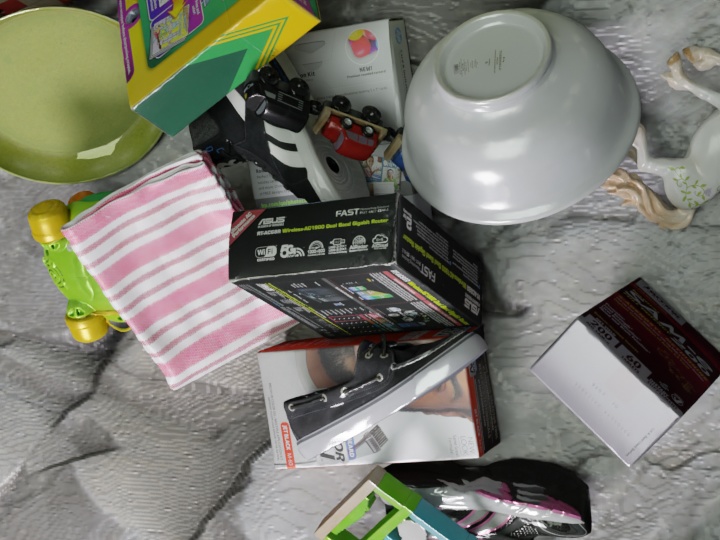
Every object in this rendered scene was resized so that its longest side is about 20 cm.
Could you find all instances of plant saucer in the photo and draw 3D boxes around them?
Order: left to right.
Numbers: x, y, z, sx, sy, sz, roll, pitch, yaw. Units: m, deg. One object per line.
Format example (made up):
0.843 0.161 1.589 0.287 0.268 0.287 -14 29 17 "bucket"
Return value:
-0.273 -0.164 1.570 0.199 0.031 0.200 -5 134 -5 "plant saucer"

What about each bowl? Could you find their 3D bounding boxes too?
0.116 -0.142 1.369 0.200 0.090 0.202 -11 51 14 "bowl"

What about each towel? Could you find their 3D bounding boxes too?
-0.151 0.004 1.513 0.146 0.030 0.200 -29 119 5 "towel"

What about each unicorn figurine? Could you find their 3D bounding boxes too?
0.288 -0.112 1.380 0.137 0.074 0.200 44 129 10 "unicorn figurine"

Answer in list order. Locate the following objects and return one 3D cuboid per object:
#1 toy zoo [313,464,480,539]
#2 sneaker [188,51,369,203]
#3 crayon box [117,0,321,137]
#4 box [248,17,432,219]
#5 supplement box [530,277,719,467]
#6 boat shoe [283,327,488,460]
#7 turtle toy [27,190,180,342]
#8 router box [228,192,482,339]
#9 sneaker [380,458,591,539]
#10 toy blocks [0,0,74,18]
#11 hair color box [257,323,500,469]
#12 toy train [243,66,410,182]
0.066 0.259 1.510 0.200 0.020 0.131 37 143 -2 "toy zoo"
-0.077 -0.098 1.492 0.112 0.073 0.200 -36 76 27 "sneaker"
-0.127 -0.241 1.474 0.172 0.058 0.200 -33 46 24 "crayon box"
-0.025 -0.111 1.523 0.155 0.041 0.201 -7 98 23 "box"
0.217 0.076 1.365 0.109 0.200 0.061 45 111 10 "supplement box"
0.015 0.090 1.464 0.200 0.070 0.066 -33 86 31 "boat shoe"
-0.202 -0.018 1.581 0.199 0.101 0.146 -3 121 21 "turtle toy"
0.000 0.000 1.440 0.149 0.200 0.062 -5 72 23 "router box"
0.112 0.216 1.514 0.199 0.080 0.087 5 113 30 "sneaker"
-0.299 -0.272 1.536 0.136 0.200 0.100 -21 76 14 "toy blocks"
0.015 0.113 1.534 0.199 0.064 0.111 -7 96 23 "hair color box"
-0.005 -0.116 1.438 0.199 0.046 0.034 20 141 -18 "toy train"
